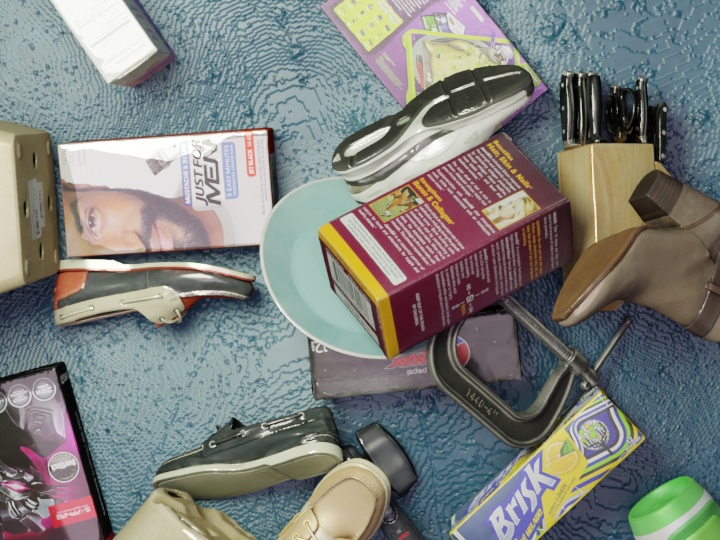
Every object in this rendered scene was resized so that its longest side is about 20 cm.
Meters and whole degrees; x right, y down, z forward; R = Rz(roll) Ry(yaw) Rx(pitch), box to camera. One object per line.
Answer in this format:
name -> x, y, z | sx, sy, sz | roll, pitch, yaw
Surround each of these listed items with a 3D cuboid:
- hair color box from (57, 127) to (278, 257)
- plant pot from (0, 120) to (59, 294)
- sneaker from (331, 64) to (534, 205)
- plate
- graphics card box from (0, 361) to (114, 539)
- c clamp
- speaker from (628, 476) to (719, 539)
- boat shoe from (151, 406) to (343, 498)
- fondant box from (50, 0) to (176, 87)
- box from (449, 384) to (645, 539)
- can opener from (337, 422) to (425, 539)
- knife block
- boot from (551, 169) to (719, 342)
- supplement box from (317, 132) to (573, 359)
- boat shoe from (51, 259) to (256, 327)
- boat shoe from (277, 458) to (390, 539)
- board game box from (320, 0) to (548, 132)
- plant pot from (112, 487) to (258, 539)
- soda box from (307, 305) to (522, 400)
hair color box -> -0.180, -0.075, 1.604 | 0.200, 0.064, 0.111 | -4, 96, 4
plant pot -> -0.380, -0.055, 1.542 | 0.177, 0.200, 0.200 | -2, 95, 3
sneaker -> 0.084, -0.107, 1.573 | 0.200, 0.076, 0.115 | -26, 123, 8
plate -> 0.000, 0.000, 1.575 | 0.200, 0.026, 0.200 | 9, 57, -13
graphics card box -> -0.324, 0.200, 1.642 | 0.125, 0.051, 0.200 | -14, 94, 3
c clamp -> 0.150, 0.072, 1.565 | 0.200, 0.027, 0.171 | 35, 78, -31
speaker -> 0.341, 0.299, 1.610 | 0.088, 0.088, 0.200 | -34, 93, 5
boat shoe -> -0.110, 0.171, 1.622 | 0.199, 0.075, 0.066 | -17, 58, 26
fondant box -> -0.255, -0.266, 1.547 | 0.058, 0.144, 0.200 | -33, 94, 4
box -> 0.177, 0.201, 1.613 | 0.200, 0.070, 0.064 | -45, 90, 5
can opener -> 0.039, 0.247, 1.626 | 0.079, 0.063, 0.200 | -31, 93, 5
knife block -> 0.217, -0.083, 1.556 | 0.176, 0.064, 0.200 | 46, 71, -13
boot -> 0.274, 0.013, 1.503 | 0.146, 0.070, 0.200 | 44, 71, -18
supplement box -> 0.078, -0.023, 1.501 | 0.200, 0.086, 0.110 | -27, 50, -14
boat shoe -> -0.198, 0.024, 1.607 | 0.200, 0.071, 0.063 | 1, 80, 8
boat shoe -> -0.039, 0.261, 1.591 | 0.074, 0.069, 0.200 | 36, 122, 3
board game box -> 0.070, -0.212, 1.599 | 0.120, 0.032, 0.200 | -39, 94, 9
plant pot -> -0.183, 0.314, 1.575 | 0.200, 0.200, 0.184 | 34, 94, -1
soda box -> 0.051, 0.078, 1.610 | 0.200, 0.063, 0.071 | -6, 96, 3
